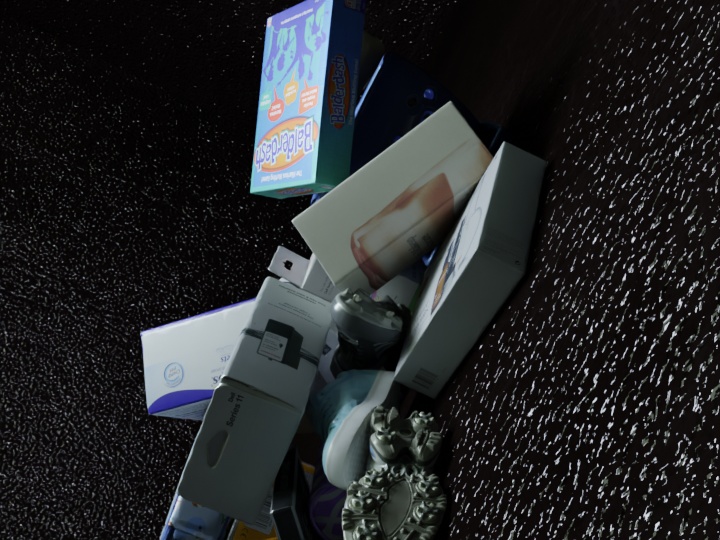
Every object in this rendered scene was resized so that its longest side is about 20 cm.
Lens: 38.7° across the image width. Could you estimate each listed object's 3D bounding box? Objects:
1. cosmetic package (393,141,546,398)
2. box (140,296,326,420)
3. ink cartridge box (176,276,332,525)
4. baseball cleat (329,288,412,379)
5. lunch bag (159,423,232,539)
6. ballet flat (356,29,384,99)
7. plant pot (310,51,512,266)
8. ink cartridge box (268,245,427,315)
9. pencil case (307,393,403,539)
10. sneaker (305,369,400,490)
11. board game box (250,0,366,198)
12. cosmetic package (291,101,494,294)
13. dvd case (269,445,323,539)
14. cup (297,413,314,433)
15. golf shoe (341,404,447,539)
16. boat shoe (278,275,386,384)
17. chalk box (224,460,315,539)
[{"bbox_3d":[0.101,0.002,0.962,0.201,0.051,0.152,118,176,-45],"label":"cosmetic package"},{"bbox_3d":[-0.139,0.117,1.271,0.200,0.182,0.106,23,-126,-62],"label":"box"},{"bbox_3d":[-0.097,0.122,0.995,0.201,0.082,0.148,-73,6,-63],"label":"ink cartridge box"},{"bbox_3d":[0.002,0.074,1.033,0.107,0.070,0.200,-54,-19,7],"label":"baseball cleat"},{"bbox_3d":[-0.179,0.264,1.206,0.160,0.075,0.202,117,175,-73],"label":"lunch bag"},{"bbox_3d":[-0.032,-0.187,1.171,0.201,0.069,0.070,-58,8,33],"label":"ballet flat"},{"bbox_3d":[0.062,-0.123,1.188,0.202,0.178,0.200,-62,5,8],"label":"plant pot"},{"bbox_3d":[0.000,0.000,1.188,0.117,0.198,0.068,-83,18,-74],"label":"ink cartridge box"},{"bbox_3d":[0.001,0.189,1.029,0.085,0.084,0.201,-28,20,18],"label":"pencil case"},{"bbox_3d":[-0.018,0.146,0.947,0.200,0.081,0.075,-40,-50,-73],"label":"sneaker"},{"bbox_3d":[-0.059,-0.183,1.100,0.151,0.045,0.203,-2,83,58],"label":"board game box"},{"bbox_3d":[0.043,-0.064,1.039,0.199,0.088,0.103,-36,-17,5],"label":"cosmetic package"},{"bbox_3d":[-0.051,0.265,0.980,0.200,0.024,0.152,-120,13,-84],"label":"dvd case"},{"bbox_3d":[-0.057,0.121,1.508,0.143,0.200,0.201,-29,28,37],"label":"cup"},{"bbox_3d":[0.028,0.197,0.821,0.200,0.077,0.098,-63,-17,-65],"label":"golf shoe"},{"bbox_3d":[-0.029,0.085,1.182,0.072,0.200,0.066,-45,6,29],"label":"boat shoe"},{"bbox_3d":[-0.086,0.288,1.227,0.200,0.123,0.126,136,157,-80],"label":"chalk box"}]
